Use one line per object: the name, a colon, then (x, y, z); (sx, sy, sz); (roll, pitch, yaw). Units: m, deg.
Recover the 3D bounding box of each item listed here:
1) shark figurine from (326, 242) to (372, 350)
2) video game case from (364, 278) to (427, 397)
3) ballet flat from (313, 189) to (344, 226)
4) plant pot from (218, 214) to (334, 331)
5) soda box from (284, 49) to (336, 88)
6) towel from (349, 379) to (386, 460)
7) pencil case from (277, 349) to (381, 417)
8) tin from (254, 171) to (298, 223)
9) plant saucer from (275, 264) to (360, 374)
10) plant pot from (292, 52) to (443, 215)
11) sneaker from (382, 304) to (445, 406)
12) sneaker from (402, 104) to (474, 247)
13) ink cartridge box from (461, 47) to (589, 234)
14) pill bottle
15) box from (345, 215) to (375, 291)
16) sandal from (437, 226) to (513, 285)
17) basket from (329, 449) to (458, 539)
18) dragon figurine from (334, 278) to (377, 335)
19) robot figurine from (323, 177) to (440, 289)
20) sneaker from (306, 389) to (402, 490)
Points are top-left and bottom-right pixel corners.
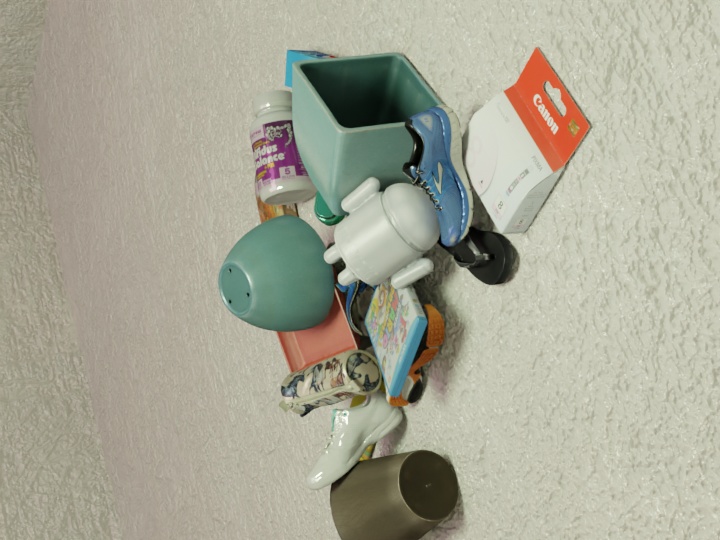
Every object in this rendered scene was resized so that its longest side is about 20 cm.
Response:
shark figurine: (-0.044, 0.052, 1.907); (0.128, 0.089, 0.216); (-140, 33, -76)
video game case: (0.052, 0.080, 1.683); (0.200, 0.018, 0.144); (-110, 34, -56)
ballet flat: (-0.042, -0.171, 1.892); (0.070, 0.067, 0.201); (65, -146, -72)
plant pot: (-0.159, 0.017, 1.814); (0.199, 0.134, 0.201); (16, 114, 43)
soda box: (-0.065, -0.348, 1.922); (0.200, 0.064, 0.068); (31, 120, 56)
towel: (0.010, 0.262, 1.925); (0.086, 0.018, 0.201); (47, 132, 41)
pencil case: (-0.051, 0.190, 1.803); (0.200, 0.078, 0.090); (-24, 28, 46)
tin: (-0.168, -0.128, 2.168); (0.112, 0.042, 0.201); (143, 118, -61)
plant saucer: (-0.085, 0.071, 1.878); (0.199, 0.037, 0.201); (-26, 82, 48)
plant pot: (0.001, -0.201, 1.703); (0.197, 0.195, 0.201); (58, 147, 40)
sneaker: (0.071, 0.122, 1.737); (0.092, 0.075, 0.201); (62, 142, 44)
sneaker: (0.103, -0.130, 1.540); (0.079, 0.089, 0.201); (-176, 73, -73)
ink cartridge box: (0.212, -0.175, 1.463); (0.163, 0.057, 0.201); (65, 150, 33)
pill bottle: (-0.151, -0.234, 2.044); (0.112, 0.112, 0.201); (-29, 69, 59)
box: (0.033, -0.049, 1.816); (0.200, 0.036, 0.145); (53, 137, 46)
sandal: (0.156, -0.032, 1.587); (0.200, 0.043, 0.077); (36, 124, 54)
basket: (0.059, 0.371, 1.737); (0.200, 0.135, 0.181); (-38, 67, 52)
dragon figurine: (0.000, 0.000, 1.760); (0.099, 0.058, 0.201); (158, 122, -73)
robot figurine: (0.041, -0.055, 1.632); (0.200, 0.113, 0.170); (-36, 89, 21)
sneaker: (-0.028, 0.276, 1.802); (0.089, 0.200, 0.075); (50, 166, -10)
